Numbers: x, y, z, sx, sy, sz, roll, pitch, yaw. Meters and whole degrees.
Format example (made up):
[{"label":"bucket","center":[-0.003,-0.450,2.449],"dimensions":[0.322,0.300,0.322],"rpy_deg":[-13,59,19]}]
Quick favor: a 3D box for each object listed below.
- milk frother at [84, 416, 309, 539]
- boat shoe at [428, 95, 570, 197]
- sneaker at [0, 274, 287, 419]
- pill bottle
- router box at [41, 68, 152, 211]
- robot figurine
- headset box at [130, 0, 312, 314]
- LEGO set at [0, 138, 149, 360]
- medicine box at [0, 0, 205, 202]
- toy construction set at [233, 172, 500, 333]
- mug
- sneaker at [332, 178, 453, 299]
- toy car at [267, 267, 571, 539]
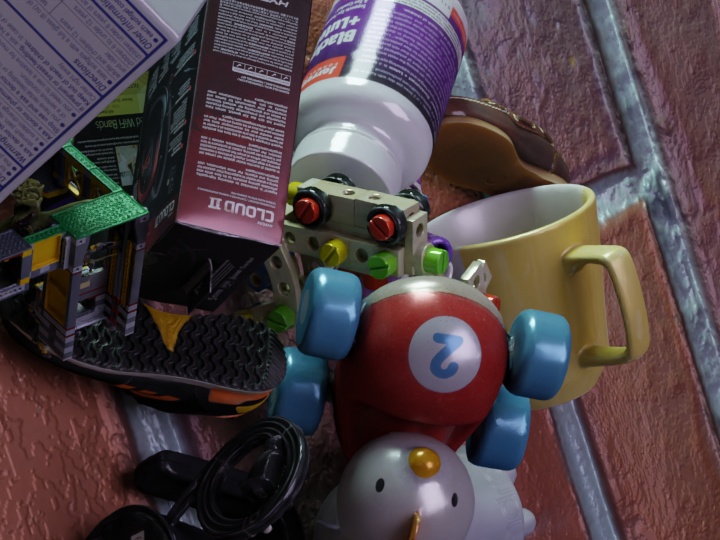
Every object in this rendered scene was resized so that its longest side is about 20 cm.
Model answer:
[{"label":"milk frother","center":[-0.062,0.204,1.468],"dimensions":[0.188,0.199,0.181],"rpy_deg":[25,65,-40]},{"label":"boat shoe","center":[0.106,-0.104,1.813],"dimensions":[0.200,0.070,0.071],"rpy_deg":[30,42,-53]},{"label":"sneaker","center":[-0.156,0.063,1.505],"dimensions":[0.199,0.090,0.070],"rpy_deg":[14,54,-16]},{"label":"pill bottle","center":[0.009,-0.127,1.670],"dimensions":[0.111,0.111,0.201],"rpy_deg":[46,42,-28]},{"label":"router box","center":[-0.151,-0.119,1.562],"dimensions":[0.199,0.052,0.158],"rpy_deg":[-9,88,-47]},{"label":"robot figurine","center":[0.043,0.196,1.644],"dimensions":[0.199,0.113,0.170],"rpy_deg":[-14,75,-47]},{"label":"headset box","center":[-0.098,-0.073,1.448],"dimensions":[0.075,0.149,0.201],"rpy_deg":[13,68,-17]},{"label":"LEGO set","center":[-0.232,0.000,1.401],"dimensions":[0.200,0.153,0.116],"rpy_deg":[-31,143,-43]},{"label":"medicine box","center":[-0.216,-0.165,1.302],"dimensions":[0.182,0.200,0.103],"rpy_deg":[45,33,-13]},{"label":"toy construction set","center":[0.000,0.000,1.574],"dimensions":[0.092,0.199,0.132],"rpy_deg":[-52,145,-61]},{"label":"mug","center":[0.134,0.031,1.748],"dimensions":[0.149,0.187,0.154],"rpy_deg":[-16,104,-4]},{"label":"sneaker","center":[0.036,-0.031,1.694],"dimensions":[0.073,0.114,0.201],"rpy_deg":[32,57,-35]},{"label":"toy car","center":[0.036,0.126,1.495],"dimensions":[0.183,0.177,0.201],"rpy_deg":[11,50,-10]}]
